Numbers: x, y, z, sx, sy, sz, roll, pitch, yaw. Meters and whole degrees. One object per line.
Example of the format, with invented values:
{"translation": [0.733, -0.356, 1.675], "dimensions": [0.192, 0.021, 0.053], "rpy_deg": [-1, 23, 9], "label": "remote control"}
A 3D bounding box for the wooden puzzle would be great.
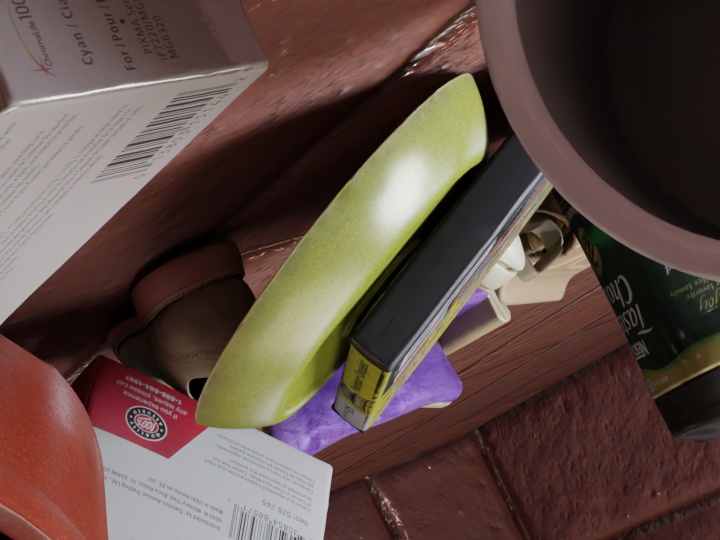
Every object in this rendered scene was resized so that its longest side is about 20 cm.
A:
{"translation": [0.199, -0.046, 1.270], "dimensions": [0.199, 0.047, 0.185], "rpy_deg": [-34, 169, 18], "label": "wooden puzzle"}

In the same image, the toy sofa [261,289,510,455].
{"translation": [0.009, 0.055, 1.130], "dimensions": [0.199, 0.098, 0.083], "rpy_deg": [-16, 167, -43], "label": "toy sofa"}

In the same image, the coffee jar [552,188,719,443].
{"translation": [0.181, -0.002, 0.962], "dimensions": [0.085, 0.202, 0.104], "rpy_deg": [-24, 170, -11], "label": "coffee jar"}

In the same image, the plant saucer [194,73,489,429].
{"translation": [0.000, 0.000, 0.763], "dimensions": [0.201, 0.031, 0.200], "rpy_deg": [-51, 172, -9], "label": "plant saucer"}

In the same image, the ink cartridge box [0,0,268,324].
{"translation": [-0.147, -0.016, 0.492], "dimensions": [0.175, 0.045, 0.200], "rpy_deg": [-18, 167, -43], "label": "ink cartridge box"}

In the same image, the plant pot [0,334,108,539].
{"translation": [-0.173, 0.118, 0.616], "dimensions": [0.199, 0.202, 0.196], "rpy_deg": [-26, -160, 3], "label": "plant pot"}

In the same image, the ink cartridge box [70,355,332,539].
{"translation": [-0.117, 0.181, 0.830], "dimensions": [0.145, 0.144, 0.201], "rpy_deg": [-45, -155, 39], "label": "ink cartridge box"}

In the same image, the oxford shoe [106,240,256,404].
{"translation": [-0.090, 0.048, 0.897], "dimensions": [0.070, 0.074, 0.200], "rpy_deg": [-23, 170, -13], "label": "oxford shoe"}

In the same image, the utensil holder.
{"translation": [0.138, -0.081, 0.530], "dimensions": [0.169, 0.171, 0.200], "rpy_deg": [-28, 172, 15], "label": "utensil holder"}

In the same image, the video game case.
{"translation": [0.058, -0.017, 0.825], "dimensions": [0.201, 0.025, 0.181], "rpy_deg": [-52, 174, -13], "label": "video game case"}

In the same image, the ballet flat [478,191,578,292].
{"translation": [0.080, -0.024, 0.981], "dimensions": [0.068, 0.068, 0.199], "rpy_deg": [-32, 169, 31], "label": "ballet flat"}
